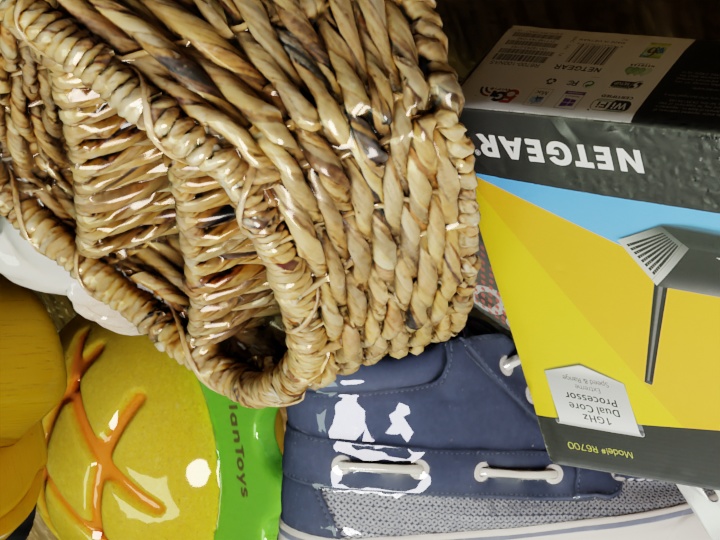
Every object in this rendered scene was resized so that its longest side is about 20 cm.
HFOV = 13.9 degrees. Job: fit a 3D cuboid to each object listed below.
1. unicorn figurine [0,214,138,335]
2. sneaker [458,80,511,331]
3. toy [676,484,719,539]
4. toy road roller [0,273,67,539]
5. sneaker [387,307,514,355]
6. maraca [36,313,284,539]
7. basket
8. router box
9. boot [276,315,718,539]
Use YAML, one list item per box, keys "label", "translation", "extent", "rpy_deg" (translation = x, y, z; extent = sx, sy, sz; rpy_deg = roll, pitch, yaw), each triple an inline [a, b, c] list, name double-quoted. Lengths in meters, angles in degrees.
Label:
- label: "unicorn figurine"
  translation: [-0.117, -0.027, 1.135]
  extent: [0.137, 0.074, 0.200]
  rpy_deg: [34, 166, -11]
- label: "sneaker"
  translation: [0.079, -0.001, 1.066]
  extent: [0.098, 0.071, 0.200]
  rpy_deg: [12, 151, 51]
- label: "toy"
  translation: [0.189, 0.028, 0.992]
  extent: [0.200, 0.047, 0.115]
  rpy_deg: [-28, 104, 37]
- label: "toy road roller"
  translation: [-0.189, 0.024, 1.213]
  extent: [0.146, 0.123, 0.200]
  rpy_deg: [-41, 58, 54]
- label: "sneaker"
  translation: [0.000, 0.000, 1.149]
  extent: [0.200, 0.076, 0.080]
  rpy_deg: [54, 156, -22]
- label: "maraca"
  translation: [-0.079, 0.071, 1.251]
  extent: [0.200, 0.107, 0.137]
  rpy_deg: [-6, 96, 60]
- label: "basket"
  translation: [-0.051, -0.030, 0.942]
  extent: [0.200, 0.149, 0.143]
  rpy_deg: [96, 157, -69]
- label: "router box"
  translation: [0.137, 0.004, 0.909]
  extent: [0.200, 0.051, 0.149]
  rpy_deg: [7, 131, 35]
- label: "boot"
  translation: [0.065, 0.060, 1.107]
  extent: [0.073, 0.200, 0.090]
  rpy_deg: [-150, 57, -61]
